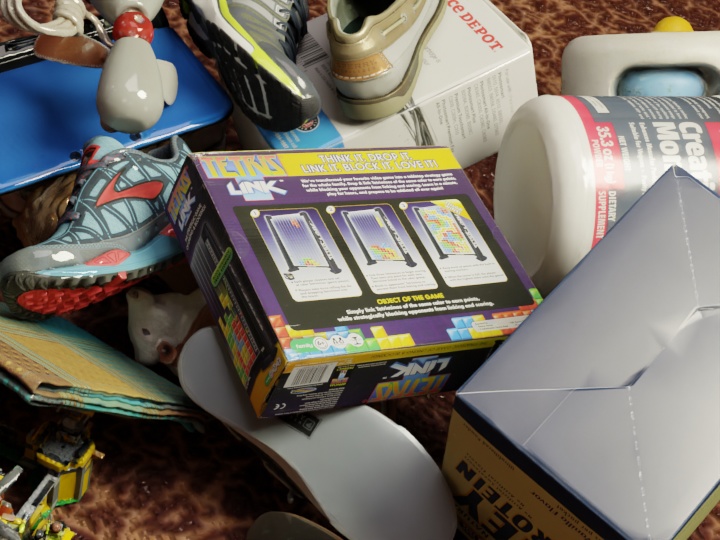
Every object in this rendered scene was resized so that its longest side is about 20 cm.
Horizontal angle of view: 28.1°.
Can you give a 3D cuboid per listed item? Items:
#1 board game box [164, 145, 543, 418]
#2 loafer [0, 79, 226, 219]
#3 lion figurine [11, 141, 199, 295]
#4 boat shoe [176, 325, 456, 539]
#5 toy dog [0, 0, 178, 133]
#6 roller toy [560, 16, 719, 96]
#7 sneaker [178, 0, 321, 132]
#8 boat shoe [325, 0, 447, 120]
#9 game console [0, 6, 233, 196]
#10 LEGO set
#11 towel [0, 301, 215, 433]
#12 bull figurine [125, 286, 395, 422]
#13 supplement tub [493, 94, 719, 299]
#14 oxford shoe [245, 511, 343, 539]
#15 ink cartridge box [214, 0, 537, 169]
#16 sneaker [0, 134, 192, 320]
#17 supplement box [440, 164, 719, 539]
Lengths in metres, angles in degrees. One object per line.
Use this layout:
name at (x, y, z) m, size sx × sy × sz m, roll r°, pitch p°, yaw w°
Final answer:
board game box at (0.000, 0.000, 0.891) m, size 0.199 × 0.057 × 0.166 m, roll -4°, pitch 49°, yaw -32°
loafer at (-0.185, -0.098, 1.085) m, size 0.199 × 0.063 × 0.072 m, roll -25°, pitch 55°, yaw -37°
lion figurine at (-0.135, -0.019, 1.013) m, size 0.199 × 0.073 × 0.123 m, roll 30°, pitch 54°, yaw 7°
boat shoe at (-0.027, 0.109, 0.879) m, size 0.199 × 0.068 × 0.074 m, roll 31°, pitch 79°, yaw 10°
toy dog at (-0.171, -0.169, 0.979) m, size 0.131 × 0.096 × 0.201 m, roll 32°, pitch 45°, yaw -14°
roller toy at (0.254, -0.134, 1.162) m, size 0.199 × 0.141 × 0.182 m, roll -6°, pitch 10°, yaw -29°
sneaker at (-0.068, -0.172, 1.021) m, size 0.081 × 0.074 × 0.200 m, roll -24°, pitch 47°, yaw -11°
boat shoe at (0.018, -0.195, 1.018) m, size 0.074 × 0.069 × 0.201 m, roll -6°, pitch 43°, yaw 13°
game console at (-0.220, -0.110, 1.046) m, size 0.199 × 0.171 × 0.119 m, roll -21°, pitch 86°, yaw -27°
LEGO set at (-0.246, 0.089, 0.823) m, size 0.199 × 0.116 × 0.154 m, roll 29°, pitch 43°, yaw 12°
towel at (-0.188, 0.051, 0.853) m, size 0.146 × 0.022 × 0.200 m, roll 27°, pitch 1°, yaw 24°
bull figurine at (-0.055, 0.046, 0.953) m, size 0.199 × 0.065 × 0.122 m, roll 31°, pitch 87°, yaw 3°
supplement tub at (0.204, -0.051, 0.997) m, size 0.199 × 0.141 × 0.141 m, roll -2°, pitch 45°, yaw -15°
oxford shoe at (0.016, 0.208, 0.838) m, size 0.199 × 0.072 × 0.071 m, roll 34°, pitch 14°, yaw 22°
ink cartridge box at (0.014, -0.128, 1.064) m, size 0.199 × 0.085 × 0.146 m, roll -25°, pitch 45°, yaw -10°
sneaker at (-0.164, -0.033, 0.909) m, size 0.200 × 0.079 × 0.096 m, roll -28°, pitch 91°, yaw -56°
supplement box at (0.160, 0.087, 0.850) m, size 0.134 × 0.200 × 0.200 m, roll 39°, pitch 69°, yaw 18°
